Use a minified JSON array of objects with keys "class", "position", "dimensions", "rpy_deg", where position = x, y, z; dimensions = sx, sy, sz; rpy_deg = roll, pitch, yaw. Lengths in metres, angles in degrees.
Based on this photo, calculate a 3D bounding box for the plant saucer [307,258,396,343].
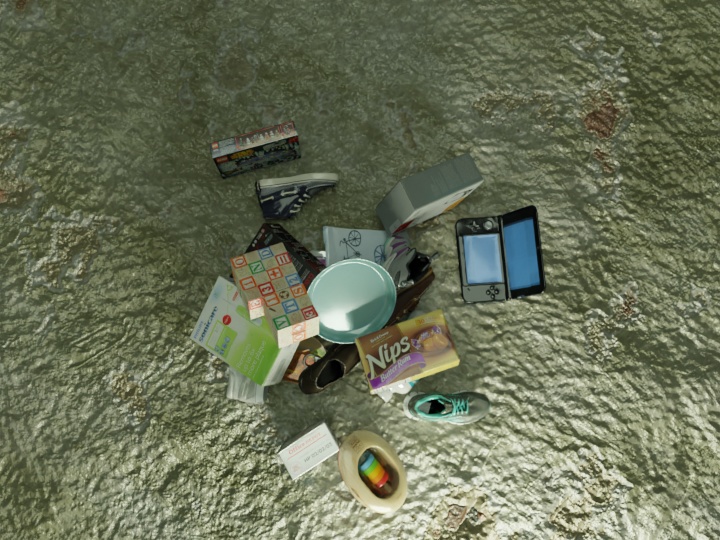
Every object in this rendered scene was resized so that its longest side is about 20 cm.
[{"class":"plant saucer","position":[-0.022,0.061,1.396],"dimensions":[0.196,0.028,0.204],"rpy_deg":[-6,118,-11]}]

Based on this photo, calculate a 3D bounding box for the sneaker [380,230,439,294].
[{"class":"sneaker","position":[0.116,-0.029,1.475],"dimensions":[0.078,0.138,0.202],"rpy_deg":[50,40,-31]}]

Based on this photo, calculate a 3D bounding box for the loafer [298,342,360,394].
[{"class":"loafer","position":[-0.045,0.207,1.464],"dimensions":[0.199,0.071,0.074],"rpy_deg":[-40,111,-27]}]

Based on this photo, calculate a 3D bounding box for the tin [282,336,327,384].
[{"class":"tin","position":[-0.170,0.190,1.504],"dimensions":[0.196,0.042,0.114],"rpy_deg":[14,84,0]}]

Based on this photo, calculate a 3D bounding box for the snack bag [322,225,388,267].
[{"class":"snack bag","position":[0.000,0.000,1.507],"dimensions":[0.197,0.021,0.193],"rpy_deg":[2,81,-32]}]

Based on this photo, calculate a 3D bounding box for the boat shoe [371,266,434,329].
[{"class":"boat shoe","position":[0.097,0.065,1.508],"dimensions":[0.198,0.070,0.071],"rpy_deg":[-34,105,-24]}]

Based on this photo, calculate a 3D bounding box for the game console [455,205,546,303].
[{"class":"game console","position":[0.316,-0.036,1.522],"dimensions":[0.167,0.118,0.204],"rpy_deg":[-4,80,-4]}]

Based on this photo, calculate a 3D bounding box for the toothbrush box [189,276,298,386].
[{"class":"toothbrush box","position":[-0.231,0.124,1.379],"dimensions":[0.198,0.086,0.147],"rpy_deg":[30,95,20]}]

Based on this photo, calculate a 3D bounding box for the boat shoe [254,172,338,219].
[{"class":"boat shoe","position":[-0.145,-0.171,1.552],"dimensions":[0.196,0.075,0.095],"rpy_deg":[-7,88,4]}]

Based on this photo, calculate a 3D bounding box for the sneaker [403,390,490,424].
[{"class":"sneaker","position":[0.196,0.306,1.474],"dimensions":[0.196,0.091,0.079],"rpy_deg":[-3,82,-3]}]

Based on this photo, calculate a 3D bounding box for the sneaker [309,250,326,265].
[{"class":"sneaker","position":[-0.129,0.015,1.522],"dimensions":[0.196,0.073,0.117],"rpy_deg":[-5,84,7]}]

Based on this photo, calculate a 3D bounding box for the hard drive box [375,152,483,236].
[{"class":"hard drive box","position":[0.152,-0.170,1.490],"dimensions":[0.198,0.156,0.078],"rpy_deg":[-25,82,-24]}]

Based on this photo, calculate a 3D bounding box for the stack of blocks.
[{"class":"stack of blocks","position":[-0.170,0.050,1.305],"dimensions":[0.113,0.059,0.201],"rpy_deg":[-18,54,-18]}]

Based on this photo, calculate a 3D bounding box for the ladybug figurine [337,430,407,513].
[{"class":"ladybug figurine","position":[0.019,0.434,1.440],"dimensions":[0.135,0.072,0.201],"rpy_deg":[-41,98,-32]}]

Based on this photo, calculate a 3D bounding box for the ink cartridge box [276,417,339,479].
[{"class":"ink cartridge box","position":[-0.108,0.372,1.394],"dimensions":[0.114,0.200,0.069],"rpy_deg":[-32,83,-7]}]

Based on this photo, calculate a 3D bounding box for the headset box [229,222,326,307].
[{"class":"headset box","position":[-0.164,0.018,1.442],"dimensions":[0.200,0.077,0.150],"rpy_deg":[42,106,16]}]

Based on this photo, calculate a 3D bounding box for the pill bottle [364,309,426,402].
[{"class":"pill bottle","position":[0.099,0.194,1.478],"dimensions":[0.111,0.111,0.200],"rpy_deg":[43,82,4]}]

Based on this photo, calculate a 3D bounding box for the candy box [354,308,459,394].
[{"class":"candy box","position":[0.097,0.171,1.398],"dimensions":[0.196,0.057,0.119],"rpy_deg":[-18,72,0]}]

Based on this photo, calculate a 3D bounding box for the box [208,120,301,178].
[{"class":"box","position":[-0.237,-0.275,1.524],"dimensions":[0.196,0.137,0.041],"rpy_deg":[-16,79,-5]}]

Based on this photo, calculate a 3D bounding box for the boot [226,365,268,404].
[{"class":"boot","position":[-0.241,0.184,1.448],"dimensions":[0.093,0.074,0.204],"rpy_deg":[6,77,5]}]
